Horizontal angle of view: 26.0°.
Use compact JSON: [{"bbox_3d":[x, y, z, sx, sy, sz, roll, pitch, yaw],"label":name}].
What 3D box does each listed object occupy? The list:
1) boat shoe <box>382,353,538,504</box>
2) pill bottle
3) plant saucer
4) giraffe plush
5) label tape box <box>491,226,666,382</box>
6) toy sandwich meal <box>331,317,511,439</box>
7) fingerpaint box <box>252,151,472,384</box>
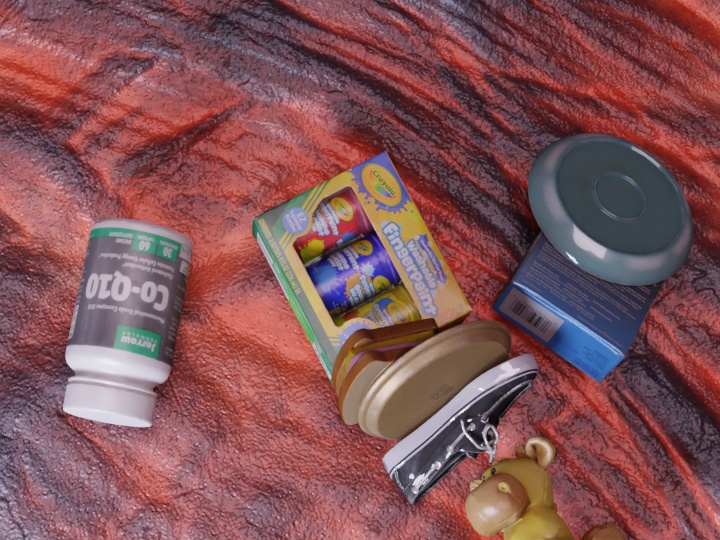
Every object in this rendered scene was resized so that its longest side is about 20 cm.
[{"bbox_3d":[0.114,0.168,1.623,0.199,0.074,0.068,-38,67,7],"label":"boat shoe"},{"bbox_3d":[-0.246,0.056,1.633,0.112,0.113,0.202,9,77,-3],"label":"pill bottle"},{"bbox_3d":[0.280,-0.075,1.710,0.198,0.027,0.202,11,54,-15],"label":"plant saucer"},{"bbox_3d":[0.175,0.264,1.598,0.172,0.200,0.163,-31,75,14],"label":"giraffe plush"},{"bbox_3d":[0.252,0.003,1.703,0.144,0.063,0.200,34,52,3],"label":"label tape box"},{"bbox_3d":[0.063,0.102,1.622,0.204,0.206,0.071,-28,61,-10],"label":"toy sandwich meal"},{"bbox_3d":[0.000,0.000,1.686,0.166,0.073,0.201,-26,81,-10],"label":"fingerpaint box"}]
